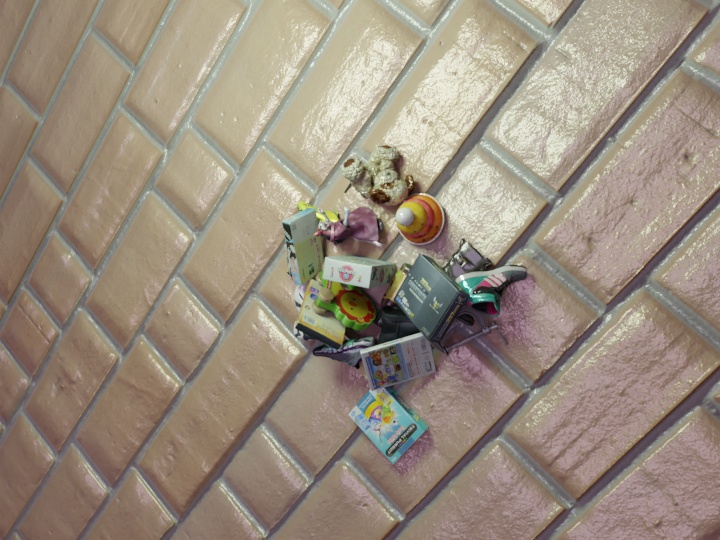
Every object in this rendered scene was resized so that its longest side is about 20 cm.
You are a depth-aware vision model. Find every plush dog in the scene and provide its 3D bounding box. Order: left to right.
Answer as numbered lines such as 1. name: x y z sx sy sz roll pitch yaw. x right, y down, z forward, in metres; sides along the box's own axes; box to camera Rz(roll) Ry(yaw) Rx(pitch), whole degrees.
1. plush dog: 0.058 -0.242 1.651 0.171 0.198 0.162 38 140 33

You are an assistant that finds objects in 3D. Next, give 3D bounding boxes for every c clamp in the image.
1. c clamp: 0.282 0.173 1.595 0.197 0.027 0.173 -23 109 16

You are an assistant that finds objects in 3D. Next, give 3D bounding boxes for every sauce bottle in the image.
1. sauce bottle: 0.101 0.076 1.700 0.064 0.065 0.202 35 105 17

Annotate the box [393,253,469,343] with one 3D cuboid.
1. box: 0.187 0.072 1.574 0.159 0.050 0.200 -60 40 18

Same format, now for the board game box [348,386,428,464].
1. board game box: 0.082 0.451 1.745 0.200 0.047 0.152 44 109 15

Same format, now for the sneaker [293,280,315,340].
1. sneaker: -0.137 0.125 1.789 0.128 0.079 0.203 11 96 31

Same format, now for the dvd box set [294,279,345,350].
1. dvd box set: -0.105 0.126 1.698 0.145 0.201 0.030 28 125 -13

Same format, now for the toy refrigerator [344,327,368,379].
1. toy refrigerator: -0.016 0.245 1.757 0.199 0.076 0.071 38 107 16

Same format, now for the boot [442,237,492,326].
1. boot: 0.297 0.033 1.615 0.174 0.069 0.201 -42 85 12

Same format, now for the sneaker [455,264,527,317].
1. sneaker: 0.360 0.058 1.533 0.196 0.084 0.123 -10 63 -5

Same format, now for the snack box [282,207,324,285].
1. snack box: -0.167 -0.072 1.736 0.037 0.116 0.203 12 122 36

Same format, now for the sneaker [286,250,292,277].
1. sneaker: -0.196 -0.060 1.804 0.076 0.078 0.204 19 112 33

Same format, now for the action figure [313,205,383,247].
1. action figure: -0.046 -0.120 1.697 0.134 0.197 0.151 19 125 63

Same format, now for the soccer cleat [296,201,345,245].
1. soccer cleat: -0.112 -0.159 1.789 0.199 0.065 0.084 37 77 21

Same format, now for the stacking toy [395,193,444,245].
1. stacking toy: 0.140 -0.141 1.595 0.144 0.199 0.149 2 95 23

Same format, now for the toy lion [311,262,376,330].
1. toy lion: -0.041 0.084 1.709 0.189 0.202 0.069 22 126 -14

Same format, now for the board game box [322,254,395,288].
1. board game box: 0.000 0.000 1.665 0.145 0.199 0.066 11 97 22

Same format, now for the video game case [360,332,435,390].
1. video game case: 0.109 0.260 1.658 0.197 0.018 0.145 -16 120 -1

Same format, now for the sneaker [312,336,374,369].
1. sneaker: -0.047 0.251 1.693 0.197 0.074 0.089 -11 94 23

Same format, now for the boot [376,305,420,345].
1. boot: 0.143 0.195 1.688 0.196 0.077 0.171 5 116 -1
